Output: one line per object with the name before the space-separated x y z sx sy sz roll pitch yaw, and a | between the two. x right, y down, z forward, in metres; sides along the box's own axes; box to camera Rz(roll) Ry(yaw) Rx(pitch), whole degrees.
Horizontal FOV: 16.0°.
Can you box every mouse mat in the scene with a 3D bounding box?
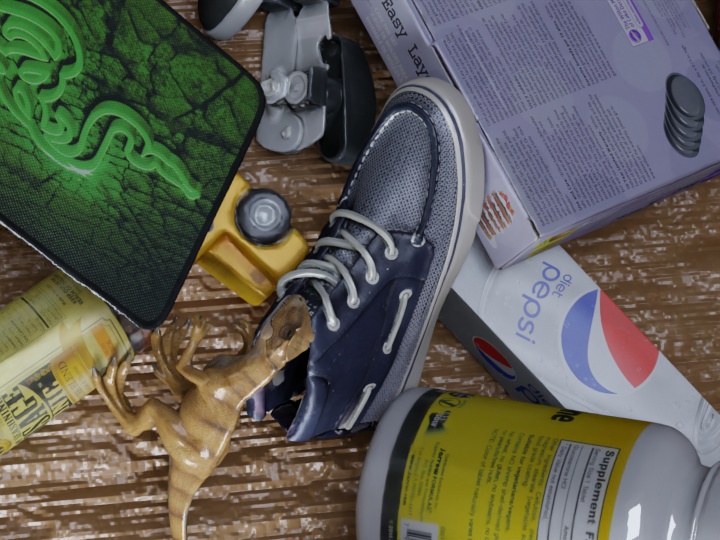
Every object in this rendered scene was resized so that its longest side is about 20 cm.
mouse mat | -0.142 -0.085 1.282 0.200 0.008 0.161 39 59 -27

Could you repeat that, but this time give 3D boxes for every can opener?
can opener | -0.026 -0.157 1.419 0.066 0.053 0.201 8 80 -46

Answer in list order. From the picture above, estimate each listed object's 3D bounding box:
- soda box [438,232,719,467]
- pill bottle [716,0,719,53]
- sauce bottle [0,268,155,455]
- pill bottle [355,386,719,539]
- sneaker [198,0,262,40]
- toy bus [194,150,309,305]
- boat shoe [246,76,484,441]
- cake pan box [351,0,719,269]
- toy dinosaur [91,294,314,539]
soda box | 0.119 0.053 1.404 0.063 0.068 0.200 -44 92 -15
pill bottle | 0.256 -0.215 1.447 0.116 0.116 0.200 2 79 -12
sauce bottle | -0.201 0.069 1.335 0.200 0.066 0.066 -37 91 -13
pill bottle | 0.108 0.128 1.325 0.200 0.112 0.113 8 78 22
sneaker | -0.080 -0.219 1.357 0.099 0.071 0.200 8 121 -21
toy bus | -0.121 -0.054 1.367 0.200 0.065 0.078 44 75 -3
boat shoe | 0.000 0.000 1.328 0.093 0.075 0.200 -15 123 -51
cake pan box | 0.104 -0.120 1.395 0.184 0.052 0.200 -24 81 -37
toy dinosaur | -0.088 0.086 1.325 0.060 0.200 0.106 -17 52 -43
